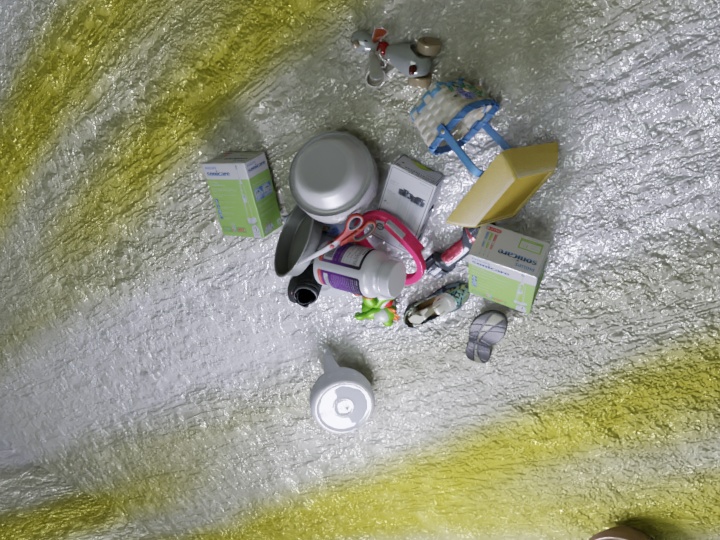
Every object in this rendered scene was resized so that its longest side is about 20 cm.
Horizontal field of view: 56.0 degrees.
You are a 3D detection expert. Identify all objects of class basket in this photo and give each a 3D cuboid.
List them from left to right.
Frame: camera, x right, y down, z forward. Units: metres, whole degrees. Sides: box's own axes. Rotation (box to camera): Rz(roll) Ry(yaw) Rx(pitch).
[{"bbox_3d":[0.206,-0.275,1.326,0.200,0.176,0.139,53,128,6],"label":"basket"}]

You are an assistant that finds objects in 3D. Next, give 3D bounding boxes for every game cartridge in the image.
[{"bbox_3d":[-0.093,-0.114,1.706,0.199,0.042,0.134,-23,101,39],"label":"game cartridge"}]

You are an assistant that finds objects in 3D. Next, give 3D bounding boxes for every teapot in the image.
[{"bbox_3d":[-0.055,0.354,1.917,0.197,0.146,0.201,24,103,-16],"label":"teapot"}]

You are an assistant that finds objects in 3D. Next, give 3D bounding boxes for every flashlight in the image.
[{"bbox_3d":[0.219,-0.054,1.535,0.200,0.068,0.068,-40,68,42],"label":"flashlight"}]

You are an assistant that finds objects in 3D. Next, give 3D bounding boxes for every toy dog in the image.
[{"bbox_3d":[0.063,-0.427,1.367,0.199,0.096,0.133,5,121,29],"label":"toy dog"}]

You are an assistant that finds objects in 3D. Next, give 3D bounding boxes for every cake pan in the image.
[{"bbox_3d":[-0.148,-0.074,1.634,0.037,0.201,0.200,21,138,-26],"label":"cake pan"}]

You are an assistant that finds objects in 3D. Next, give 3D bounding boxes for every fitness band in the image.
[{"bbox_3d":[0.068,-0.052,1.568,0.200,0.037,0.144,46,142,-5],"label":"fitness band"}]

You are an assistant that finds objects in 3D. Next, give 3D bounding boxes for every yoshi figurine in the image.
[{"bbox_3d":[0.026,0.073,1.697,0.112,0.112,0.200,61,179,41],"label":"yoshi figurine"}]

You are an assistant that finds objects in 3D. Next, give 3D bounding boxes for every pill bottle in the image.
[{"bbox_3d":[0.000,0.000,1.557,0.199,0.111,0.112,14,126,31],"label":"pill bottle"}]

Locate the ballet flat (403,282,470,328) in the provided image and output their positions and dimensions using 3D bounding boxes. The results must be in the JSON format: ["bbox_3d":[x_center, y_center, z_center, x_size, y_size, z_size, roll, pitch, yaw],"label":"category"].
[{"bbox_3d":[0.181,0.093,1.650,0.200,0.074,0.074,-33,99,41],"label":"ballet flat"}]

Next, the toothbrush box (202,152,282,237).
[{"bbox_3d":[-0.299,-0.193,1.731,0.145,0.086,0.201,5,121,34],"label":"toothbrush box"}]

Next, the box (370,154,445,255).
[{"bbox_3d":[0.105,-0.148,1.546,0.116,0.060,0.201,28,130,14],"label":"box"}]

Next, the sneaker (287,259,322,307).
[{"bbox_3d":[-0.149,0.054,1.686,0.071,0.099,0.200,33,142,-11],"label":"sneaker"}]

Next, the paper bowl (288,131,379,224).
[{"bbox_3d":[-0.065,-0.213,1.510,0.199,0.104,0.202,-4,77,16],"label":"paper bowl"}]

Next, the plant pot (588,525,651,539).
[{"bbox_3d":[0.683,0.722,1.731,0.200,0.093,0.202,16,127,22],"label":"plant pot"}]

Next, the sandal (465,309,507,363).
[{"bbox_3d":[0.298,0.151,1.628,0.079,0.057,0.201,25,144,9],"label":"sandal"}]

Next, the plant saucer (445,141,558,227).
[{"bbox_3d":[0.290,-0.158,1.331,0.049,0.199,0.200,55,135,20],"label":"plant saucer"}]

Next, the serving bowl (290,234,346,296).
[{"bbox_3d":[-0.100,0.000,1.730,0.199,0.066,0.201,15,139,13],"label":"serving bowl"}]

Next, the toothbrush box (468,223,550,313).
[{"bbox_3d":[0.311,-0.002,1.437,0.145,0.086,0.200,20,161,18],"label":"toothbrush box"}]

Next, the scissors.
[{"bbox_3d":[-0.051,-0.057,1.531,0.200,0.014,0.073,-41,129,19],"label":"scissors"}]
